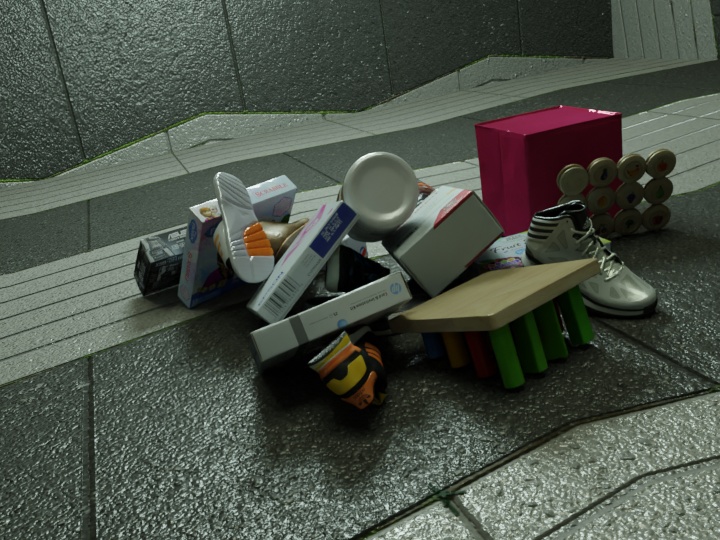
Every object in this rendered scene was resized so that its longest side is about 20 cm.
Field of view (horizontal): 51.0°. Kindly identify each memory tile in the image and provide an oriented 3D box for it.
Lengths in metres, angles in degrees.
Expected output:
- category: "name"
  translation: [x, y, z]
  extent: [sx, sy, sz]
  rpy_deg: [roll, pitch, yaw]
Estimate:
- category: "memory tile"
  translation: [0.421, -0.119, 1.245]
  extent: [0.197, 0.155, 0.017]
  rpy_deg: [-10, 34, -1]

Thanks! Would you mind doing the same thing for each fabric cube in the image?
- category: "fabric cube"
  translation: [0.340, -0.174, 1.359]
  extent: [0.193, 0.202, 0.200]
  rpy_deg: [-13, 19, -14]

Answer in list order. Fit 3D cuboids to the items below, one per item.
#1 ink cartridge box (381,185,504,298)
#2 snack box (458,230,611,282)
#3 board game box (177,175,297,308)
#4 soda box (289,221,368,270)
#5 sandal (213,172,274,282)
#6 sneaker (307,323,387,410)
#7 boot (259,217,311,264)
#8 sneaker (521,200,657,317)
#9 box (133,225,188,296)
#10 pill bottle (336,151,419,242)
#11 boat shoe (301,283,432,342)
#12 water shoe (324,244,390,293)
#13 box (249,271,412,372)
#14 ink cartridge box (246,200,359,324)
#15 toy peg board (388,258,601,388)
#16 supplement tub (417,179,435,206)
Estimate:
- category: "ink cartridge box"
  translation: [0.120, -0.051, 1.164]
  extent: [0.146, 0.083, 0.200]
  rpy_deg: [-43, 10, 2]
- category: "snack box"
  translation: [0.266, -0.015, 1.172]
  extent: [0.197, 0.054, 0.142]
  rpy_deg: [-15, 19, -14]
- category: "board game box"
  translation: [-0.212, -0.049, 1.294]
  extent: [0.199, 0.201, 0.041]
  rpy_deg: [-27, 59, -39]
- category: "soda box"
  translation: [-0.082, -0.045, 1.404]
  extent: [0.198, 0.065, 0.068]
  rpy_deg: [7, 26, 41]
- category: "sandal"
  translation: [-0.191, -0.057, 1.161]
  extent: [0.078, 0.059, 0.209]
  rpy_deg: [11, 47, -40]
- category: "sneaker"
  translation: [-0.002, 0.123, 0.909]
  extent: [0.070, 0.090, 0.200]
  rpy_deg: [-39, -8, 7]
- category: "boot"
  translation: [-0.129, -0.065, 1.273]
  extent: [0.075, 0.074, 0.200]
  rpy_deg: [31, 16, 2]
- category: "sneaker"
  translation: [0.307, -0.020, 1.012]
  extent: [0.199, 0.117, 0.075]
  rpy_deg: [28, 50, 31]
- category: "box"
  translation: [-0.306, -0.031, 1.375]
  extent: [0.198, 0.050, 0.158]
  rpy_deg: [-20, -15, -27]
- category: "pill bottle"
  translation: [0.019, -0.105, 1.189]
  extent: [0.113, 0.116, 0.200]
  rpy_deg: [-12, -5, -9]
- category: "boat shoe"
  translation: [0.011, 0.054, 1.083]
  extent: [0.197, 0.064, 0.073]
  rpy_deg: [-11, 19, -4]
- category: "water shoe"
  translation: [0.000, 0.000, 1.151]
  extent: [0.078, 0.073, 0.200]
  rpy_deg: [5, 0, 12]
- category: "box"
  translation: [-0.044, 0.068, 0.967]
  extent: [0.198, 0.042, 0.156]
  rpy_deg: [-23, -7, -13]
- category: "ink cartridge box"
  translation: [-0.095, -0.013, 1.125]
  extent: [0.197, 0.043, 0.200]
  rpy_deg: [-54, 14, -9]
- category: "toy peg board"
  translation: [0.176, 0.070, 0.952]
  extent: [0.198, 0.099, 0.198]
  rpy_deg: [-22, 7, -33]
- category: "supplement tub"
  translation: [0.100, -0.125, 1.479]
  extent: [0.105, 0.109, 0.200]
  rpy_deg: [-13, 19, -11]
